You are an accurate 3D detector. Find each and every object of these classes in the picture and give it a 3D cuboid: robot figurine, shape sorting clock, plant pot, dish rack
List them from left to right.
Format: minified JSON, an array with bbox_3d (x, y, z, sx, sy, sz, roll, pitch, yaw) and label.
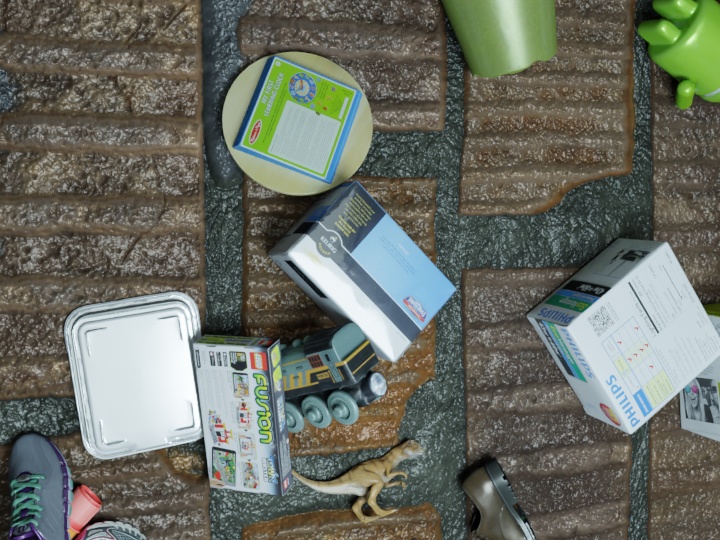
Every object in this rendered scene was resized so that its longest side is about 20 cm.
[{"bbox_3d":[-0.281,0.137,1.050,0.170,0.043,0.203,-9,97,-17],"label":"dish rack"},{"bbox_3d":[-0.082,-0.193,1.074,0.197,0.039,0.203,3,76,-12],"label":"shape sorting clock"},{"bbox_3d":[0.185,-0.370,1.103,0.198,0.200,0.192,-24,113,-14],"label":"plant pot"},{"bbox_3d":[0.515,-0.332,1.224,0.199,0.116,0.177,30,94,-17],"label":"robot figurine"}]

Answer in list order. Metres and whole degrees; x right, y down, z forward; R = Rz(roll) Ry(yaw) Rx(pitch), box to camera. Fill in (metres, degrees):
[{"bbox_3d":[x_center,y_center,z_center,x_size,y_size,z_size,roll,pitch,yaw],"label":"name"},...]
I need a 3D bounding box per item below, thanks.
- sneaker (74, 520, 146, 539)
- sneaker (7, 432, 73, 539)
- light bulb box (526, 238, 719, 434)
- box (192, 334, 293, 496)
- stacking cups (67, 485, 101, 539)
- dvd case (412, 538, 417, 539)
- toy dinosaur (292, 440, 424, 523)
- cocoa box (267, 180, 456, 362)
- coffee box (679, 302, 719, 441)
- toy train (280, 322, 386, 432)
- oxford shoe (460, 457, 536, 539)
[{"bbox_3d":[-0.279,0.394,1.043,0.200,0.075,0.081,42,81,-18],"label":"sneaker"},{"bbox_3d":[-0.383,0.284,0.968,0.074,0.088,0.202,-18,70,-6],"label":"sneaker"},{"bbox_3d":[0.389,0.091,1.206,0.199,0.125,0.199,-36,103,-11],"label":"light bulb box"},{"bbox_3d":[-0.150,0.186,1.050,0.109,0.035,0.203,2,105,19],"label":"box"},{"bbox_3d":[-0.408,0.354,1.013,0.200,0.060,0.061,-47,104,-10],"label":"stacking cups"},{"bbox_3d":[0.094,0.513,1.195,0.146,0.022,0.200,-43,104,-10],"label":"dvd case"},{"bbox_3d":[-0.001,0.298,1.145,0.198,0.060,0.107,-15,73,-21],"label":"toy dinosaur"},{"bbox_3d":[0.000,0.000,1.078,0.200,0.133,0.131,46,78,-14],"label":"cocoa box"},{"bbox_3d":[0.627,0.151,1.241,0.197,0.200,0.200,-6,95,-17],"label":"coffee box"},{"bbox_3d":[-0.055,0.137,1.050,0.085,0.199,0.115,-33,101,-46],"label":"toy train"},{"bbox_3d":[0.207,0.377,1.204,0.084,0.073,0.201,-28,98,2],"label":"oxford shoe"}]
